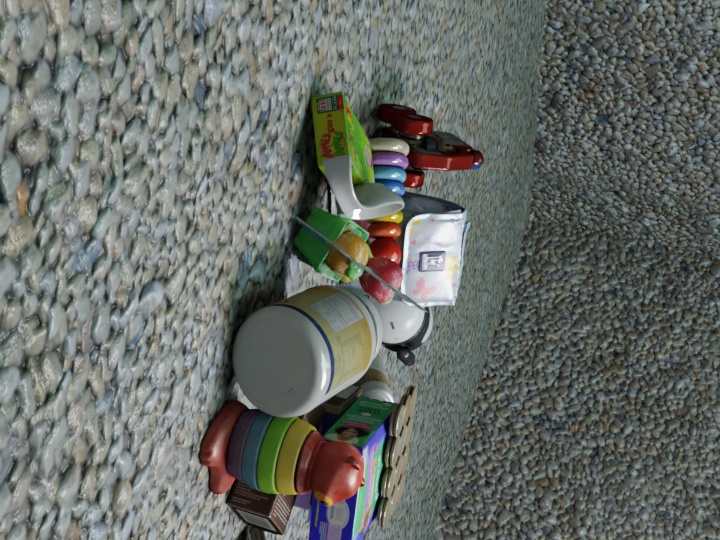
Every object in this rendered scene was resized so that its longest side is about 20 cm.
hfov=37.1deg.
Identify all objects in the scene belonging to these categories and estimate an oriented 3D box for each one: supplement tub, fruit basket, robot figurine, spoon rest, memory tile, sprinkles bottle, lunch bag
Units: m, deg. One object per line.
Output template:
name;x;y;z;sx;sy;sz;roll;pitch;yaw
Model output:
supplement tub;-0.065;0.101;1.436;0.199;0.142;0.147;-23;125;-61
fruit basket;0.000;0.000;1.549;0.094;0.200;0.185;-49;166;3
robot figurine;0.069;0.088;2.030;0.126;0.149;0.200;-53;163;-4
spoon rest;-0.001;-0.100;1.498;0.200;0.098;0.062;36;46;-67
memory tile;0.057;0.290;1.688;0.153;0.017;0.204;-38;136;-72
sprinkles bottle;0.014;0.187;1.862;0.201;0.067;0.069;-104;-161;-66
lunch bag;0.076;-0.039;1.793;0.127;0.197;0.172;-47;147;-63

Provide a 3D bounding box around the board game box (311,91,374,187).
board game box;-0.021;-0.169;1.550;0.200;0.047;0.103;50;32;-72

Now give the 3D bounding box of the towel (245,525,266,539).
towel;-0.149;0.478;1.549;0.200;0.034;0.135;-118;-147;-64

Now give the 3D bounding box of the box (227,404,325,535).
box;-0.119;0.268;1.561;0.101;0.074;0.202;74;33;-61

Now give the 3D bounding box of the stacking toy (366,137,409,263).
stacking toy;0.036;-0.101;1.679;0.085;0.084;0.204;28;61;-75

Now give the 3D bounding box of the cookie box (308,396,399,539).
cookie box;-0.008;0.305;1.630;0.200;0.074;0.174;-37;135;-69

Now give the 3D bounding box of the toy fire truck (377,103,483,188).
toy fire truck;0.116;-0.207;1.803;0.200;0.165;0.114;-133;-132;-64

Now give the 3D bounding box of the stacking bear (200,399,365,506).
stacking bear;-0.091;0.246;1.395;0.122;0.197;0.115;84;24;-50

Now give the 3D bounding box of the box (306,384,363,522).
box;-0.040;0.293;1.709;0.121;0.032;0.203;-29;131;-70

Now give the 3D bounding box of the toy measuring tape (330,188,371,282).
toy measuring tape;-0.015;-0.059;1.686;0.074;0.072;0.202;-61;159;-47

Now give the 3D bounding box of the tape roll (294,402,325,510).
tape roll;-0.074;0.291;1.767;0.200;0.065;0.204;13;90;-76
